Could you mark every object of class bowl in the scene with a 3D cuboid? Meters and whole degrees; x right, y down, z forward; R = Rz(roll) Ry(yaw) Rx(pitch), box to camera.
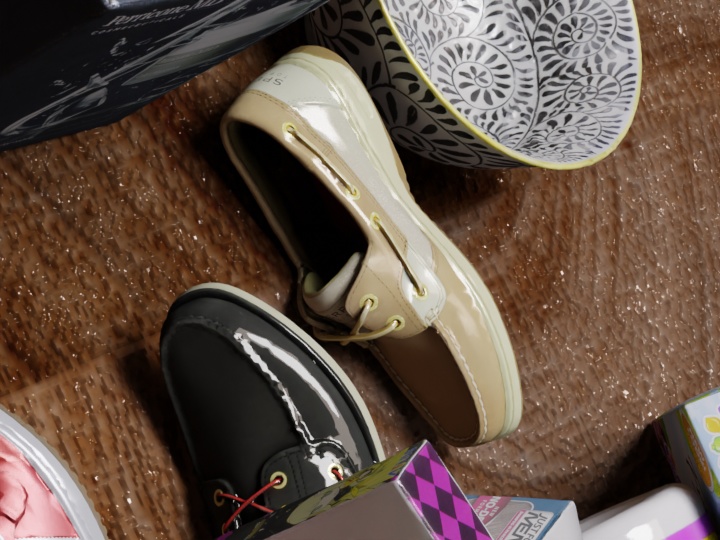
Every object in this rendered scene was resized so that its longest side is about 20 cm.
[{"bbox_3d":[0.035,-0.125,1.405,0.200,0.094,0.202,26,52,-38],"label":"bowl"}]

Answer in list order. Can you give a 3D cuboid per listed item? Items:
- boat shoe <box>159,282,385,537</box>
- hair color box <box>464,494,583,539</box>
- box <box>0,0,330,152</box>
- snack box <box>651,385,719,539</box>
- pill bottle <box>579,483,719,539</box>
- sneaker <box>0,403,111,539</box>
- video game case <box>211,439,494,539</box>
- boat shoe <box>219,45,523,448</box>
[{"bbox_3d":[-0.026,0.099,1.223,0.202,0.073,0.063,62,30,-9],"label":"boat shoe"},{"bbox_3d":[0.063,0.203,1.215,0.100,0.060,0.201,-46,130,-50],"label":"hair color box"},{"bbox_3d":[-0.119,-0.131,1.151,0.200,0.196,0.125,-19,84,-51],"label":"box"},{"bbox_3d":[0.203,0.132,1.387,0.200,0.067,0.169,87,-20,-84],"label":"snack box"},{"bbox_3d":[0.145,0.206,1.331,0.104,0.104,0.201,-21,85,-52],"label":"pill bottle"},{"bbox_3d":[-0.136,0.142,1.077,0.201,0.071,0.112,58,35,-10],"label":"sneaker"},{"bbox_3d":[0.010,0.182,1.131,0.201,0.181,0.036,57,38,-9],"label":"video game case"},{"bbox_3d":[0.000,0.000,1.321,0.066,0.074,0.201,-35,95,-39],"label":"boat shoe"}]
